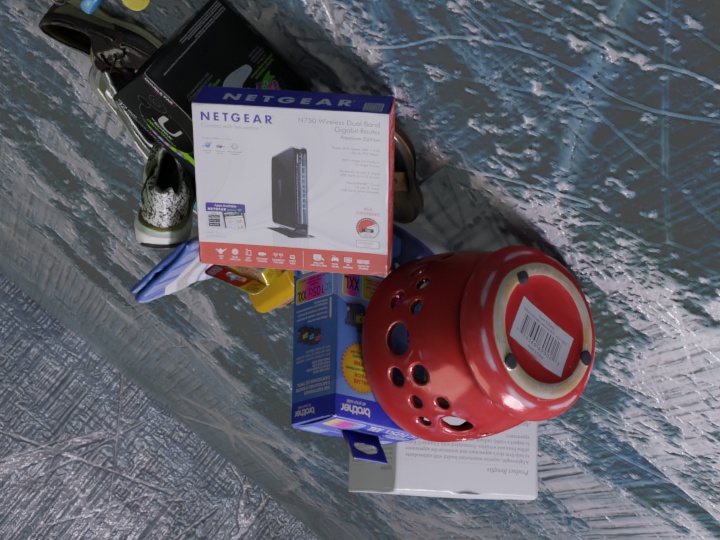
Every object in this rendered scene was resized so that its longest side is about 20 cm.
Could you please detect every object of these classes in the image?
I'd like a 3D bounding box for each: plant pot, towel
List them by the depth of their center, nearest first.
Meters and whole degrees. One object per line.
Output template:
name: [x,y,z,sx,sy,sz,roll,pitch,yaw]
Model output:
plant pot: [0.131,0.071,1.473,0.200,0.201,0.182,46,145,-21]
towel: [-0.159,-0.021,1.662,0.147,0.200,0.024,-37,77,45]

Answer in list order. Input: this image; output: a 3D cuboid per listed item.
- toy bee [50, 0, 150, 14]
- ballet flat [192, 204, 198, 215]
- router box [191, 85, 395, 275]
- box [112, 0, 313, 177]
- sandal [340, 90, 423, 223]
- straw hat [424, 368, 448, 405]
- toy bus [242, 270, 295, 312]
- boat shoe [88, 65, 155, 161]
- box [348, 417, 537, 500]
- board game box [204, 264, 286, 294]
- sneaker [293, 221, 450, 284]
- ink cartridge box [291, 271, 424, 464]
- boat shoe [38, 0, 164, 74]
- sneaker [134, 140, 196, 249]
toy bee: [-0.271,-0.324,1.491,0.131,0.109,0.200,39,-172,-28]
ballet flat: [-0.197,-0.096,1.912,0.069,0.070,0.200,17,152,47]
router box: [-0.066,-0.090,1.433,0.199,0.049,0.180,4,118,8]
box: [-0.142,-0.171,1.537,0.200,0.124,0.148,45,161,-14]
sandal: [0.015,-0.107,1.492,0.082,0.055,0.200,28,156,27]
straw hat: [0.102,0.068,1.635,0.201,0.201,0.085,27,124,31]
toy bus: [-0.095,0.007,1.835,0.065,0.078,0.200,65,155,3]
boat shoe: [-0.260,-0.192,1.790,0.202,0.074,0.065,50,164,-11]
box: [0.105,0.231,1.859,0.198,0.131,0.200,6,170,-18]
board game box: [-0.080,-0.051,1.577,0.095,0.200,0.030,20,145,43]
sneaker: [0.000,0.000,1.628,0.200,0.147,0.081,35,161,10]
ink cartridge box: [-0.001,0.109,1.529,0.136,0.201,0.076,16,157,-40]
boat shoe: [-0.298,-0.265,1.696,0.200,0.065,0.073,29,158,23]
sneaker: [-0.214,-0.113,1.629,0.077,0.200,0.089,6,129,-8]
